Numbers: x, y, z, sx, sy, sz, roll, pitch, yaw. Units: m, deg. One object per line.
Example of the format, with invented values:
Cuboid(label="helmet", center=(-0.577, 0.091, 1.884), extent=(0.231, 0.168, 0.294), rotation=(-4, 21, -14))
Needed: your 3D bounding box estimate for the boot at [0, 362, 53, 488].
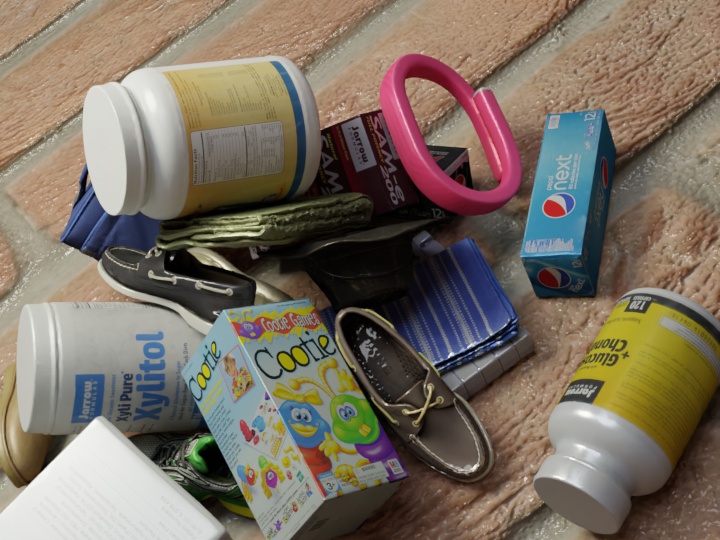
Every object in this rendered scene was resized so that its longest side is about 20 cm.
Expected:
Cuboid(label="boot", center=(-0.293, 0.130, 1.332), extent=(0.199, 0.066, 0.175), rotation=(-20, 46, 7))

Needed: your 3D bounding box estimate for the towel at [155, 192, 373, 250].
Cuboid(label="towel", center=(-0.092, -0.047, 1.219), extent=(0.148, 0.037, 0.200), rotation=(-1, 10, 34))

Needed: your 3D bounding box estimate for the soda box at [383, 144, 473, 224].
Cuboid(label="soda box", center=(0.023, -0.103, 1.375), extent=(0.200, 0.063, 0.071), rotation=(8, 34, 30))

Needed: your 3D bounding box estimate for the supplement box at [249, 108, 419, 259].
Cuboid(label="supplement box", center=(-0.046, -0.092, 1.336), extent=(0.200, 0.109, 0.061), rotation=(-19, 2, 34))

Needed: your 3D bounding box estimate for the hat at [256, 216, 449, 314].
Cuboid(label="hat", center=(0.000, 0.000, 1.221), extent=(0.200, 0.081, 0.201), rotation=(-13, 4, 1))

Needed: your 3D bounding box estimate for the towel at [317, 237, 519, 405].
Cuboid(label="towel", center=(0.047, 0.052, 1.225), extent=(0.200, 0.024, 0.145), rotation=(-26, 44, 3))

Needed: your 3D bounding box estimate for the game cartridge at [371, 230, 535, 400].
Cuboid(label="game cartridge", center=(0.070, 0.053, 1.251), extent=(0.130, 0.038, 0.200), rotation=(-38, 46, -4))

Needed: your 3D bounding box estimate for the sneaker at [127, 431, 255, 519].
Cuboid(label="sneaker", center=(-0.160, 0.184, 1.207), extent=(0.199, 0.085, 0.078), rotation=(2, 52, 27))

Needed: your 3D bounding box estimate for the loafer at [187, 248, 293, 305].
Cuboid(label="loafer", center=(-0.149, 0.034, 1.340), extent=(0.200, 0.076, 0.068), rotation=(21, 57, 36))

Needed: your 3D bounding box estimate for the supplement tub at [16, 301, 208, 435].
Cuboid(label="supplement tub", center=(-0.235, 0.097, 1.230), extent=(0.199, 0.132, 0.132), rotation=(0, 40, -23))

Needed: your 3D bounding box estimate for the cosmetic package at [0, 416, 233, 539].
Cuboid(label="cosmetic package", center=(-0.224, 0.273, 1.075), extent=(0.166, 0.167, 0.200), rotation=(37, 71, 22))

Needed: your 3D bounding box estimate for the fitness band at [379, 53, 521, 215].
Cuboid(label="fitness band", center=(0.096, -0.146, 1.302), extent=(0.037, 0.143, 0.200), rotation=(-46, 55, 43))

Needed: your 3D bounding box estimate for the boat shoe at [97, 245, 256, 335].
Cuboid(label="boat shoe", center=(-0.181, 0.007, 1.218), extent=(0.200, 0.061, 0.074), rotation=(25, 26, 34))

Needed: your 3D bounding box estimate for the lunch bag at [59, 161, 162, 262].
Cuboid(label="lunch bag", center=(-0.249, -0.097, 1.394), extent=(0.200, 0.132, 0.136), rotation=(-54, 17, 24))

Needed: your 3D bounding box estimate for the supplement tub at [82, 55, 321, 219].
Cuboid(label="supplement tub", center=(-0.154, -0.128, 1.191), extent=(0.200, 0.145, 0.145), rotation=(-11, 38, -28))

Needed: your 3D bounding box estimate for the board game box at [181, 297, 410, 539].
Cuboid(label="board game box", center=(-0.062, 0.138, 1.119), extent=(0.103, 0.105, 0.200), rotation=(-8, 58, -41))

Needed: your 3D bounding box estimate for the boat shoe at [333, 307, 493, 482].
Cuboid(label="boat shoe", center=(0.046, 0.114, 1.137), extent=(0.072, 0.060, 0.200), rotation=(-40, 75, 0))

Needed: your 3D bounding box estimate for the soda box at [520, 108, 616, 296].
Cuboid(label="soda box", center=(0.216, -0.071, 1.265), extent=(0.064, 0.068, 0.200), rotation=(-2, 51, 25))

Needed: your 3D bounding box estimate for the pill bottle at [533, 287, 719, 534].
Cuboid(label="pill bottle", center=(0.231, 0.121, 1.059), extent=(0.112, 0.112, 0.200), rotation=(17, 60, 35))
